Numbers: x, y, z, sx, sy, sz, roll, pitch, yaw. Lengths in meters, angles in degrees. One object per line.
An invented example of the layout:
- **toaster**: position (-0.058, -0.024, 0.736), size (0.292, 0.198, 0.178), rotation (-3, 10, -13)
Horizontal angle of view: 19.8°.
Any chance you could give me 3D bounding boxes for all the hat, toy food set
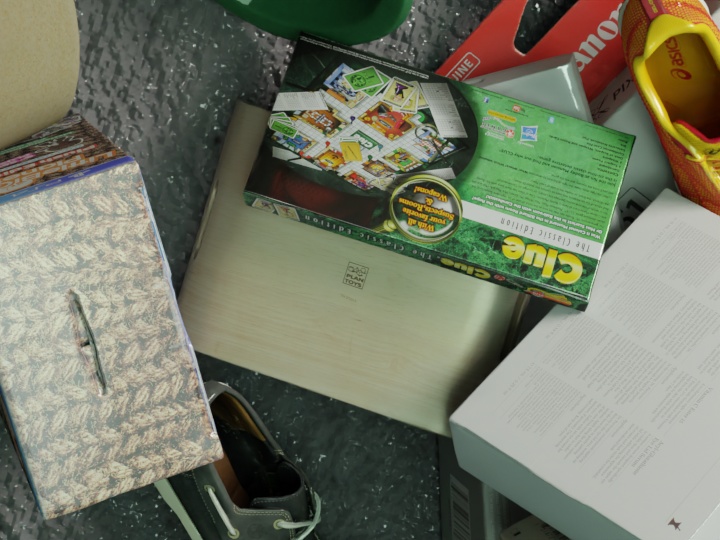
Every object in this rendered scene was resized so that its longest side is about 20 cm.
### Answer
- **hat**: position (-0.020, -0.254, 1.144), size (0.177, 0.164, 0.201), rotation (-65, 151, -27)
- **toy food set**: position (0.000, 0.000, 1.196), size (0.198, 0.060, 0.145), rotation (18, 95, 3)

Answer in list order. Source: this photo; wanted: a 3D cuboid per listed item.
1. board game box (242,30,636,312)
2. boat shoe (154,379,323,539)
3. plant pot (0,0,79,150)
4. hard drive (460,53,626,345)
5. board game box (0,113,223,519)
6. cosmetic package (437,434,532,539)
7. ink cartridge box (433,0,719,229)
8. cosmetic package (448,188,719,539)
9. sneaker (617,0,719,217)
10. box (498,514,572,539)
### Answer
- **board game box**: position (0.045, -0.056, 1.146), size (0.198, 0.023, 0.106), rotation (18, 68, 3)
- **boat shoe**: position (-0.056, 0.146, 1.211), size (0.201, 0.067, 0.072), rotation (57, 40, -22)
- **plant pot**: position (-0.254, -0.114, 1.071), size (0.198, 0.187, 0.189), rotation (-7, 103, -29)
- **hard drive**: position (0.091, -0.016, 1.219), size (0.131, 0.026, 0.201), rotation (-13, 111, 18)
- **board game box**: position (-0.158, 0.017, 1.099), size (0.096, 0.200, 0.161), rotation (-18, 105, -12)
- **cosmetic package**: position (0.154, 0.135, 1.274), size (0.198, 0.090, 0.108), rotation (-7, 104, -18)
- **ink cartridge box**: position (0.155, -0.105, 1.204), size (0.176, 0.045, 0.200), rotation (35, 117, -19)
- **cosmetic package**: position (0.169, 0.063, 1.122), size (0.200, 0.150, 0.052), rotation (-44, 144, -23)
- **sneaker**: position (0.199, -0.069, 1.155), size (0.073, 0.077, 0.200), rotation (-29, 120, 17)
- **box**: position (0.146, 0.231, 1.156), size (0.068, 0.082, 0.201), rotation (-23, 111, -10)
